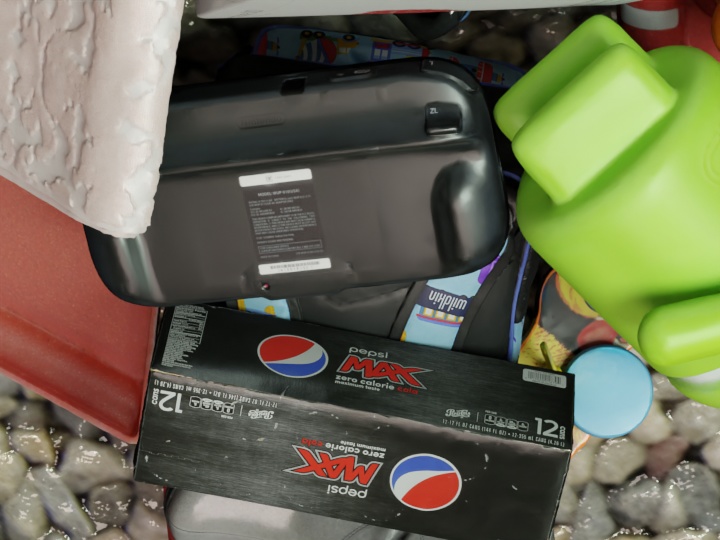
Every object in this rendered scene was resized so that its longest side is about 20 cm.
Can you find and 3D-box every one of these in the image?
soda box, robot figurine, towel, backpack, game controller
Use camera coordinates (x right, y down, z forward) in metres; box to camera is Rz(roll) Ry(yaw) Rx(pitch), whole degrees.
[{"bbox_3d":[-0.002,0.074,1.324,0.199,0.063,0.071,11,125,-1],"label":"soda box"},{"bbox_3d":[0.150,-0.019,1.257,0.116,0.176,0.200,-43,112,8],"label":"robot figurine"},{"bbox_3d":[-0.143,-0.136,1.250,0.032,0.191,0.201,-7,113,-43],"label":"towel"},{"bbox_3d":[0.000,0.000,1.392,0.182,0.135,0.200,7,127,3],"label":"backpack"},{"bbox_3d":[-0.034,-0.037,1.270,0.199,0.042,0.105,-5,120,16],"label":"game controller"}]

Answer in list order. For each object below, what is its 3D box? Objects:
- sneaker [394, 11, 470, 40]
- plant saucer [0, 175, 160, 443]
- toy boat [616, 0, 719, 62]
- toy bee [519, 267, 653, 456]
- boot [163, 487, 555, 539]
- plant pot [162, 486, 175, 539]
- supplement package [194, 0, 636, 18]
[{"bbox_3d":[-0.013,-0.182,1.286,0.071,0.083,0.200,-31,120,32],"label":"sneaker"},{"bbox_3d":[-0.171,-0.037,1.394,0.200,0.037,0.200,27,131,21],"label":"plant saucer"},{"bbox_3d":[0.183,-0.129,1.289,0.130,0.131,0.200,-1,128,4],"label":"toy boat"},{"bbox_3d":[0.108,0.037,1.454,0.109,0.200,0.131,47,157,1],"label":"toy bee"},{"bbox_3d":[0.003,0.148,1.348,0.199,0.132,0.070,0,134,-1],"label":"boot"},{"bbox_3d":[-0.014,0.164,1.500,0.200,0.178,0.201,2,129,2],"label":"plant pot"},{"bbox_3d":[0.034,-0.172,1.207,0.199,0.121,0.120,-3,92,-15],"label":"supplement package"}]
